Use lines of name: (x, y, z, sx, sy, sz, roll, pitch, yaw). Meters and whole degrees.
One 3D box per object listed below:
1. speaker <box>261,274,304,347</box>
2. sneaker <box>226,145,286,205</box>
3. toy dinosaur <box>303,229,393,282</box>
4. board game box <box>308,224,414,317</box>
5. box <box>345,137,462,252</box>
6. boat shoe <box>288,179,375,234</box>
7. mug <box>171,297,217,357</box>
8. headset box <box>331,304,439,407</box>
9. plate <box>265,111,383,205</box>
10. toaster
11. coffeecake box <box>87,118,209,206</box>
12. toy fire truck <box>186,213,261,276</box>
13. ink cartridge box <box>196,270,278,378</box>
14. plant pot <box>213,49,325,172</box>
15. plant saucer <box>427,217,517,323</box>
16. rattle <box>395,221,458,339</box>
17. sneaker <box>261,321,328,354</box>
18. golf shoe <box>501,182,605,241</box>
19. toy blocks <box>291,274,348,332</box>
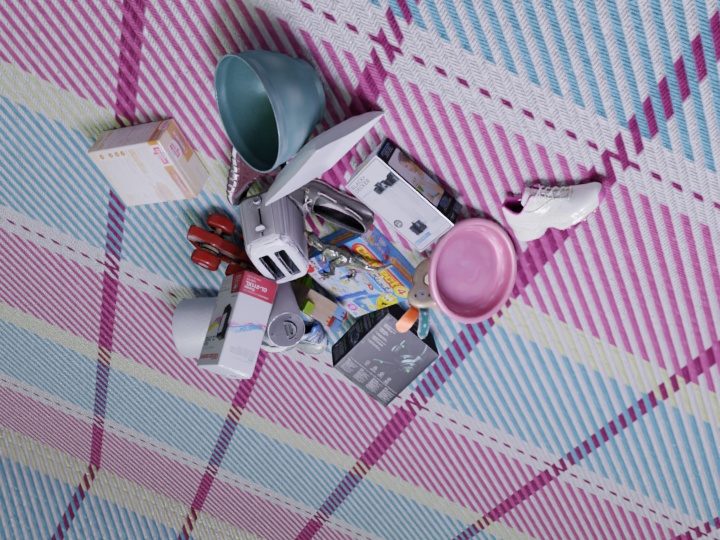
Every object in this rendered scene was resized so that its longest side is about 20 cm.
speaker: (-0.173, 0.080, 1.721, 0.079, 0.201, 0.083, -6, 118, -12)
sneaker: (-0.203, -0.191, 1.598, 0.113, 0.077, 0.202, 17, 141, 0)
toy dinosaur: (-0.037, -0.015, 1.661, 0.196, 0.048, 0.089, 22, 134, -2)
board game box: (0.000, 0.000, 1.743, 0.194, 0.057, 0.200, -21, 126, 41)
box: (0.081, -0.140, 1.515, 0.199, 0.061, 0.116, 41, 139, -11)
boat shoe: (-0.065, -0.131, 1.617, 0.196, 0.058, 0.067, 20, 142, 2)
mug: (-0.351, 0.150, 2.027, 0.171, 0.151, 0.200, -5, 156, 20)
headset box: (0.060, 0.181, 1.841, 0.173, 0.093, 0.200, 38, 107, -22)
plate: (-0.071, -0.209, 1.435, 0.033, 0.199, 0.199, 52, 138, 1)
toaster: (-0.172, -0.064, 1.652, 0.111, 0.132, 0.201, -16, 148, 10)
coffeecake box: (-0.441, -0.222, 1.670, 0.196, 0.074, 0.155, -3, 136, 28)
toy fire truck: (-0.301, -0.036, 1.811, 0.197, 0.114, 0.168, 25, 164, -9)
ink cartridge box: (-0.258, 0.116, 1.671, 0.082, 0.204, 0.145, 22, 163, -25)
plant pot: (-0.143, -0.287, 1.374, 0.199, 0.133, 0.204, 37, 141, 38)
plant saucer: (0.212, -0.002, 1.560, 0.200, 0.202, 0.051, 41, 170, -25)
rattle: (0.150, 0.023, 1.580, 0.131, 0.199, 0.143, 48, 149, 8)
sneaker: (-0.178, 0.151, 2.006, 0.195, 0.078, 0.087, -1, 128, 15)
golf shoe: (0.340, -0.119, 1.434, 0.198, 0.076, 0.092, -24, 121, 41)
toy blocks: (-0.091, 0.087, 1.822, 0.135, 0.101, 0.199, 31, 174, -20)
